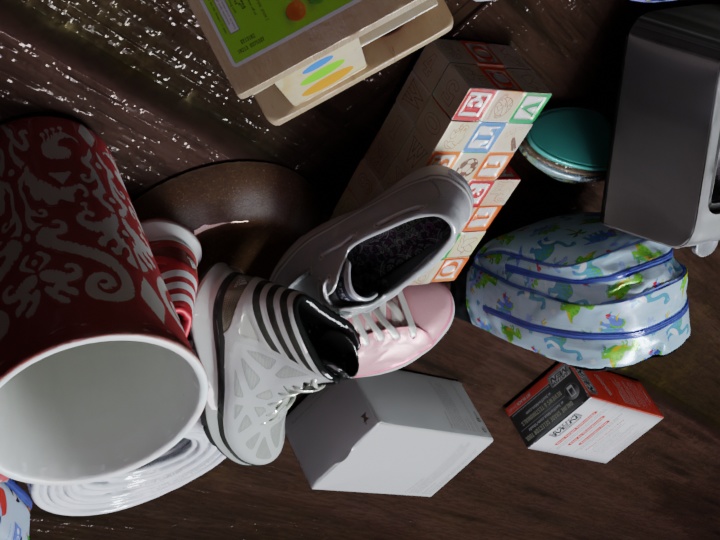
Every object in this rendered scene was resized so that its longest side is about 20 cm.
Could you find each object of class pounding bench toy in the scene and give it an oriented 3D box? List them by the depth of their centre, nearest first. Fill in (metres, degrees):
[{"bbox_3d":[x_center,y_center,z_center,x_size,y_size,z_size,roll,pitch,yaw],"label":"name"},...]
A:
[{"bbox_3d":[-0.047,-0.200,0.667,0.124,0.201,0.156,-28,180,3],"label":"pounding bench toy"}]

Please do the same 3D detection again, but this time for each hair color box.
[{"bbox_3d":[0.270,0.170,1.478,0.101,0.061,0.199,-43,147,20],"label":"hair color box"}]

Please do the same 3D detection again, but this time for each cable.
[{"bbox_3d":[-0.186,0.132,1.023,0.198,0.070,0.200,-18,156,-11],"label":"cable"}]

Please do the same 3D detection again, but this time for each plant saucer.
[{"bbox_3d":[-0.115,-0.001,0.961,0.199,0.037,0.201,-20,146,-14],"label":"plant saucer"}]

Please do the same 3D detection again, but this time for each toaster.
[{"bbox_3d":[0.297,-0.120,0.975,0.180,0.119,0.202,-8,113,-29],"label":"toaster"}]

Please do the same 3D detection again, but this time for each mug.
[{"bbox_3d":[-0.202,0.019,0.757,0.176,0.201,0.134,-26,142,1],"label":"mug"}]

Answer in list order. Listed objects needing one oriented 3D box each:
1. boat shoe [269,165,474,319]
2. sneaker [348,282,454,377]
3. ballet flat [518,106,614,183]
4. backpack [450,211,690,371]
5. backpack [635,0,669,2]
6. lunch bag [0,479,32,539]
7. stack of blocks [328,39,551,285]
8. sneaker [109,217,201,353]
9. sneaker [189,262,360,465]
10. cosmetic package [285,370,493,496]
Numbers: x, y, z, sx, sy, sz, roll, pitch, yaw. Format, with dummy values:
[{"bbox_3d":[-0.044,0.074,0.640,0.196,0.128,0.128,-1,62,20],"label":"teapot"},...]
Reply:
[{"bbox_3d":[0.000,0.000,0.912,0.199,0.069,0.072,-28,111,27],"label":"boat shoe"},{"bbox_3d":[-0.006,0.050,1.061,0.199,0.076,0.105,-19,164,-10],"label":"sneaker"},{"bbox_3d":[0.204,-0.101,1.049,0.199,0.075,0.074,-6,142,-27],"label":"ballet flat"},{"bbox_3d":[0.194,0.016,1.078,0.162,0.200,0.155,-12,122,-24],"label":"backpack"},{"bbox_3d":[0.212,-0.269,0.750,0.181,0.135,0.201,-12,144,-25],"label":"backpack"},{"bbox_3d":[-0.357,0.189,0.952,0.198,0.076,0.161,-10,147,8],"label":"lunch bag"},{"bbox_3d":[0.064,-0.079,0.962,0.115,0.059,0.201,-5,138,-40],"label":"stack of blocks"},{"bbox_3d":[-0.200,0.048,0.858,0.199,0.116,0.078,-31,127,18],"label":"sneaker"},{"bbox_3d":[-0.057,0.089,0.926,0.076,0.115,0.201,-57,152,-39],"label":"sneaker"},{"bbox_3d":[0.030,0.164,1.259,0.108,0.085,0.199,-44,144,22],"label":"cosmetic package"}]
